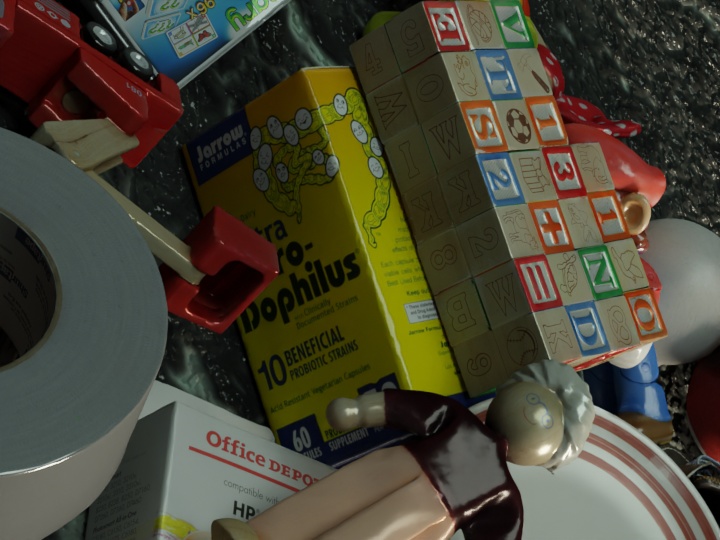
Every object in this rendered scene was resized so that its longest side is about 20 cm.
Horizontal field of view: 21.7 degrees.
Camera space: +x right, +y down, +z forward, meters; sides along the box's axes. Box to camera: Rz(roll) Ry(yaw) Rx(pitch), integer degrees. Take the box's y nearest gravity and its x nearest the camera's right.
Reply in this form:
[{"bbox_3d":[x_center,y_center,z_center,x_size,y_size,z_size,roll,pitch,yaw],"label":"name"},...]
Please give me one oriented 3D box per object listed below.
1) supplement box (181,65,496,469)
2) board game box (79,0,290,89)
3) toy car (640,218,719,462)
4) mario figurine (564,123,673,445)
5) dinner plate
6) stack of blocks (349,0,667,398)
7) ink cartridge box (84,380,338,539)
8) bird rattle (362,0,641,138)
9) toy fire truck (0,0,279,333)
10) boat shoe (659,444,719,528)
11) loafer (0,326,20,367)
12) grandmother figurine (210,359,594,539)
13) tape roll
[{"bbox_3d":[0.000,0.000,1.034,0.109,0.108,0.202,-8,76,-48],"label":"supplement box"},{"bbox_3d":[-0.073,-0.204,1.041,0.200,0.035,0.127,-40,102,-14],"label":"board game box"},{"bbox_3d":[0.221,0.039,1.241,0.198,0.178,0.185,18,23,1],"label":"toy car"},{"bbox_3d":[0.133,0.011,1.160,0.106,0.122,0.202,-9,93,-59],"label":"mario figurine"},{"bbox_3d":[0.106,0.157,0.952,0.198,0.024,0.202,13,57,-20],"label":"dinner plate"},{"bbox_3d":[0.080,-0.042,1.011,0.115,0.058,0.202,-9,77,-49],"label":"stack of blocks"},{"bbox_3d":[-0.071,0.143,0.916,0.115,0.068,0.202,26,53,-34],"label":"ink cartridge box"},{"bbox_3d":[0.095,-0.152,1.225,0.199,0.113,0.164,20,40,-42],"label":"bird rattle"},{"bbox_3d":[-0.135,-0.067,0.930,0.199,0.049,0.142,33,25,-29],"label":"toy fire truck"},{"bbox_3d":[0.202,0.154,1.132,0.072,0.072,0.200,38,21,-11],"label":"boat shoe"},{"bbox_3d":[-0.143,0.038,0.899,0.072,0.063,0.201,47,43,-17],"label":"loafer"},{"bbox_3d":[0.032,0.106,0.891,0.199,0.060,0.122,-31,92,-25],"label":"grandmother figurine"},{"bbox_3d":[-0.185,0.024,0.800,0.198,0.066,0.201,13,45,-13],"label":"tape roll"}]
